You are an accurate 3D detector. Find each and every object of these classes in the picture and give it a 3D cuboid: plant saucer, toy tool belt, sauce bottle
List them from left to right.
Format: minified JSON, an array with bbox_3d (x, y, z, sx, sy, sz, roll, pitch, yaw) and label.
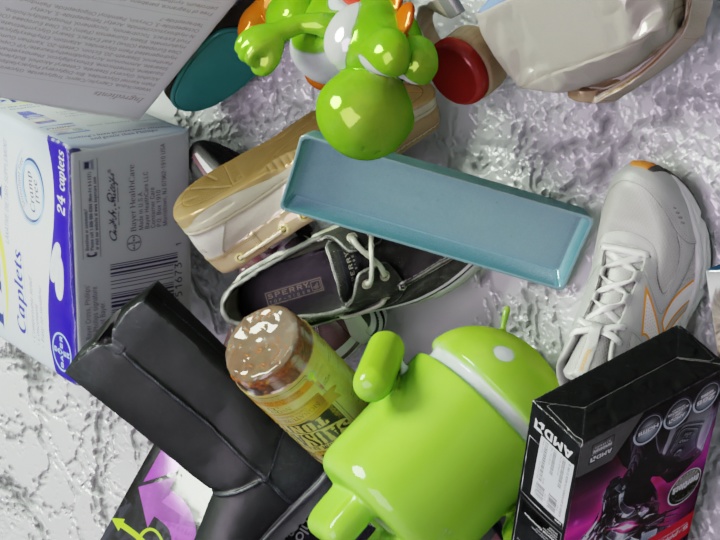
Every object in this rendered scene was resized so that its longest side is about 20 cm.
[{"bbox_3d":[-0.019,0.098,1.526,0.066,0.200,0.066,-19,49,24],"label":"sauce bottle"},{"bbox_3d":[0.050,-0.042,1.451,0.199,0.019,0.070,15,134,-4],"label":"plant saucer"},{"bbox_3d":[0.140,-0.169,1.370,0.200,0.123,0.125,-22,103,54],"label":"toy tool belt"}]

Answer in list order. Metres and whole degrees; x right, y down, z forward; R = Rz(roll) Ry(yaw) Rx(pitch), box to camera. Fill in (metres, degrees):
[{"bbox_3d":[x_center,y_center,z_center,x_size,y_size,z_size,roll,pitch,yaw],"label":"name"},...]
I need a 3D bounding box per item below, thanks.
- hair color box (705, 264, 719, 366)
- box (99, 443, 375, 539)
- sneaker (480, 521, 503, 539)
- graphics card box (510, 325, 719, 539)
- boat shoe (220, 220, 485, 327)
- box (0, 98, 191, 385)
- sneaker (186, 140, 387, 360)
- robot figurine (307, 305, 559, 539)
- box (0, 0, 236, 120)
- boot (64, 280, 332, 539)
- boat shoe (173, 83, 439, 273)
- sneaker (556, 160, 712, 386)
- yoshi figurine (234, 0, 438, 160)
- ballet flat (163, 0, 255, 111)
[{"bbox_3d":[0.310,0.039,1.306,0.199,0.060,0.101,-2,101,41],"label":"hair color box"},{"bbox_3d":[-0.092,0.199,1.664,0.199,0.036,0.143,28,88,30],"label":"box"},{"bbox_3d":[0.093,0.206,1.547,0.082,0.070,0.201,-12,80,-2],"label":"sneaker"},{"bbox_3d":[0.157,0.140,1.385,0.051,0.125,0.201,43,143,36],"label":"graphics card box"},{"bbox_3d":[0.000,0.000,1.503,0.199,0.064,0.071,-22,85,12],"label":"boat shoe"},{"bbox_3d":[-0.218,-0.032,1.665,0.200,0.104,0.185,23,118,53],"label":"box"},{"bbox_3d":[-0.082,0.006,1.596,0.200,0.076,0.116,47,108,19],"label":"sneaker"},{"bbox_3d":[0.056,0.121,1.472,0.176,0.200,0.116,46,170,-7],"label":"robot figurine"},{"bbox_3d":[-0.215,-0.240,1.535,0.171,0.199,0.200,-44,51,38],"label":"box"},{"bbox_3d":[-0.134,0.129,1.578,0.200,0.066,0.165,42,98,-17],"label":"boot"},{"bbox_3d":[-0.029,-0.063,1.522,0.199,0.074,0.069,-26,117,7],"label":"boat shoe"},{"bbox_3d":[0.167,0.032,1.402,0.075,0.092,0.201,15,112,36],"label":"sneaker"},{"bbox_3d":[-0.015,-0.127,1.426,0.200,0.112,0.112,31,142,65],"label":"yoshi figurine"},{"bbox_3d":[-0.076,-0.192,1.568,0.200,0.072,0.072,-41,76,39],"label":"ballet flat"}]
